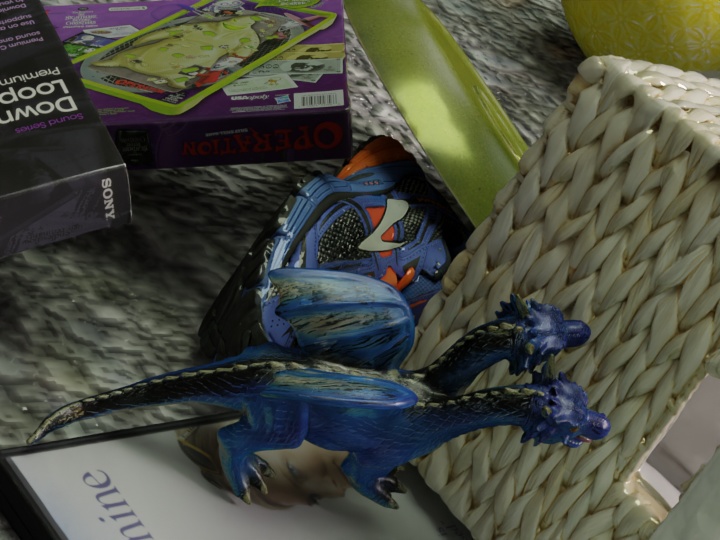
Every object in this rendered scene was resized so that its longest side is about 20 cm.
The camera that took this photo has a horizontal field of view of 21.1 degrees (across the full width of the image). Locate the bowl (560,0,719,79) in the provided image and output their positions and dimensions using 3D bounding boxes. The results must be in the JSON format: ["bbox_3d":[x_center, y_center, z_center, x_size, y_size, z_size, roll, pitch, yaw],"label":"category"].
[{"bbox_3d":[0.219,-0.145,1.213,0.200,0.200,0.108,10,78,-31],"label":"bowl"}]

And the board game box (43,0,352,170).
[{"bbox_3d":[-0.104,-0.081,0.836,0.199,0.032,0.120,-3,37,0],"label":"board game box"}]

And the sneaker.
[{"bbox_3d":[0.000,0.000,0.836,0.078,0.075,0.200,37,31,7],"label":"sneaker"}]

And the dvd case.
[{"bbox_3d":[-0.024,0.107,0.716,0.200,0.018,0.143,-6,46,-46],"label":"dvd case"}]

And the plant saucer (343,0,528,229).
[{"bbox_3d":[0.059,-0.059,0.933,0.200,0.031,0.200,54,9,-13],"label":"plant saucer"}]

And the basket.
[{"bbox_3d":[0.146,0.037,0.782,0.200,0.198,0.161,3,36,-51],"label":"basket"}]

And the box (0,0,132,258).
[{"bbox_3d":[-0.190,-0.073,0.769,0.143,0.036,0.200,-18,49,-17],"label":"box"}]

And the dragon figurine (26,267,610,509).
[{"bbox_3d":[-0.012,0.038,0.694,0.199,0.100,0.059,11,53,-15],"label":"dragon figurine"}]
